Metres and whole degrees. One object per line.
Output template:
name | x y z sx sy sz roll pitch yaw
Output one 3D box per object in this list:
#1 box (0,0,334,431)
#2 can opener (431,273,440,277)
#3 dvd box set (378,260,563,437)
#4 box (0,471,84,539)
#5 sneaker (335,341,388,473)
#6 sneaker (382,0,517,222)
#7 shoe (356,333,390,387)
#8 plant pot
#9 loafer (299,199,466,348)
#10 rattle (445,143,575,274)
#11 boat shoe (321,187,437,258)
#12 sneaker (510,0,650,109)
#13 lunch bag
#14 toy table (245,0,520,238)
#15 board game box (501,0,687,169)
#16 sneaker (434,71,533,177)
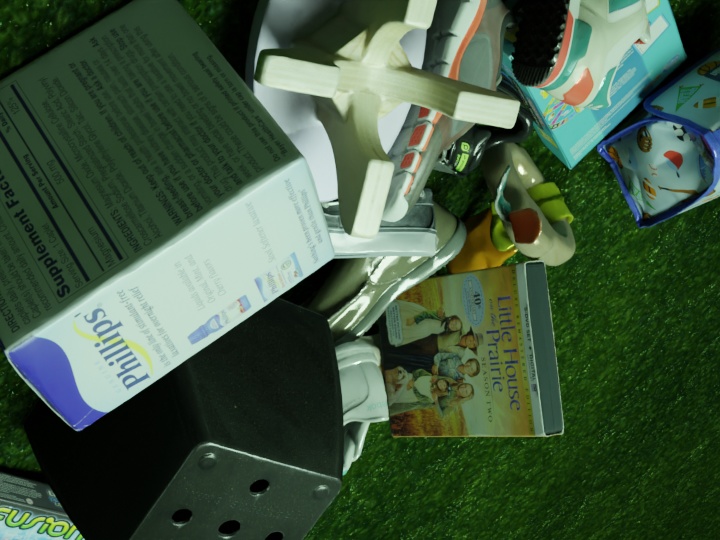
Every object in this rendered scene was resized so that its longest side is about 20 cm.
box | -0.148 -0.043 0.706 0.198 0.185 0.106 -33 148 -10
can opener | 0.117 0.036 1.170 0.198 0.052 0.068 0 90 -50
dvd box set | 0.092 0.076 1.027 0.029 0.149 0.198 -4 177 -39
box | -0.284 0.235 0.981 0.198 0.035 0.111 26 109 -41
sneaker | -0.040 0.153 1.029 0.074 0.089 0.200 -4 146 -38
sneaker | 0.071 -0.123 0.861 0.081 0.077 0.203 26 84 -31
shoe | -0.040 0.088 1.089 0.197 0.054 0.069 2 163 -39
plant pot | -0.123 0.138 0.897 0.198 0.178 0.201 23 114 -36
loafer | 0.000 0.000 1.019 0.199 0.075 0.070 -39 117 -1
rattle | 0.109 -0.035 1.008 0.141 0.132 0.200 -16 -165 20
boat shoe | -0.028 -0.047 0.928 0.196 0.069 0.072 0 176 -20
sneaker | 0.188 -0.220 0.880 0.092 0.070 0.203 22 85 -31
lunch bag | 0.345 -0.141 1.092 0.169 0.125 0.200 -32 -179 -12
toy table | 0.001 -0.131 0.744 0.181 0.117 0.204 -7 113 -24
board game box | 0.200 -0.198 0.999 0.151 0.047 0.200 -43 146 3
sneaker | 0.059 -0.115 0.922 0.197 0.083 0.072 -18 141 -30
